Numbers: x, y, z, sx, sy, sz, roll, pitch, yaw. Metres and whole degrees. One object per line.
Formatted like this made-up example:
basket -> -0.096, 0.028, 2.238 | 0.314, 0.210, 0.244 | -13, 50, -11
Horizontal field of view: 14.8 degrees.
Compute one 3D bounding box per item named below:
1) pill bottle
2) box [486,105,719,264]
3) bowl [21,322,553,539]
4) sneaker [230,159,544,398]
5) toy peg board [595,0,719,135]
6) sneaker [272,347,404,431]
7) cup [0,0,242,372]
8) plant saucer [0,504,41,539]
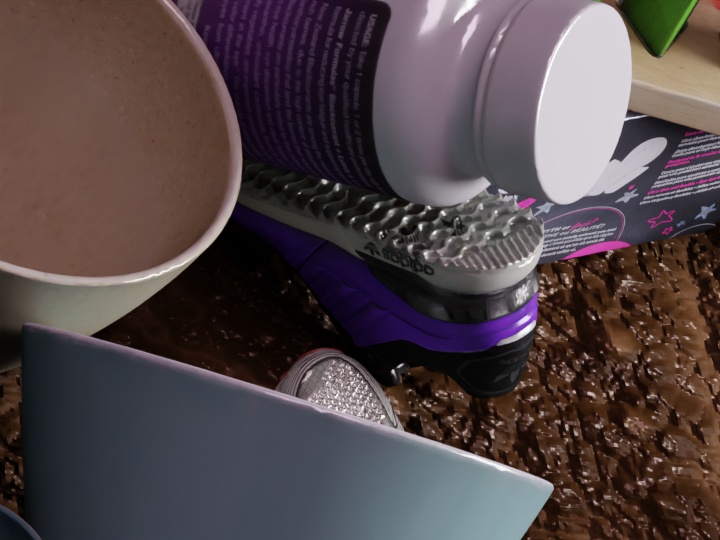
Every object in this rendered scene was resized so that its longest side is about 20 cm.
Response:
pill bottle -> 0.007, -0.089, 1.154 | 0.199, 0.112, 0.111 | 16, 38, 30
box -> 0.086, -0.088, 1.303 | 0.199, 0.115, 0.133 | -11, 59, -33
bowl -> -0.040, 0.096, 0.999 | 0.200, 0.201, 0.106 | 17, 85, -13
sneaker -> 0.000, 0.000, 1.216 | 0.069, 0.100, 0.200 | -29, 39, -31
toy peg board -> 0.161, -0.168, 1.261 | 0.199, 0.098, 0.200 | 15, 47, -15
sneaker -> 0.014, 0.114, 1.123 | 0.077, 0.082, 0.201 | -1, 53, -27
cup -> -0.167, -0.034, 1.103 | 0.199, 0.143, 0.201 | 22, 42, -21
plant saucer -> -0.181, 0.162, 0.946 | 0.027, 0.199, 0.201 | 56, 31, -38
